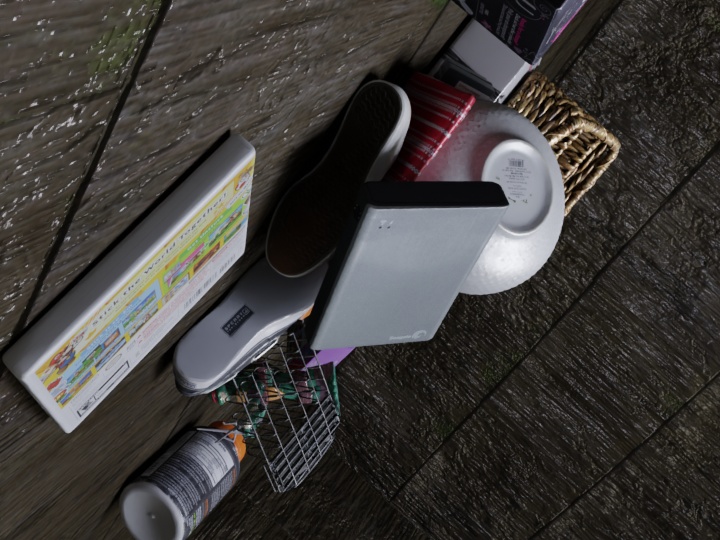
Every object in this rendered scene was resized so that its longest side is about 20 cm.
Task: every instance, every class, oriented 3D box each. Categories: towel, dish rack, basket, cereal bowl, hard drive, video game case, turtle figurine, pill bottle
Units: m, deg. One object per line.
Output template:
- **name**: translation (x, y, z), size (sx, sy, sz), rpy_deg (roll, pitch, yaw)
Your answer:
- **towel**: translation (0.022, -0.105, 0.883), size (0.201, 0.022, 0.145), rpy_deg (-51, -155, 6)
- **dish rack**: translation (-0.096, 0.144, 1.040), size (0.054, 0.203, 0.153), rpy_deg (-1, -152, 37)
- **basket**: translation (0.199, -0.112, 1.066), size (0.201, 0.149, 0.143), rpy_deg (-49, 178, 19)
- **cereal bowl**: translation (0.134, -0.078, 0.909), size (0.200, 0.201, 0.083), rpy_deg (-47, -162, -23)
- **hard drive**: translation (0.037, -0.001, 0.827), size (0.137, 0.033, 0.202), rpy_deg (-3, 142, -24)
- **video game case**: translation (-0.149, 0.016, 0.620), size (0.200, 0.023, 0.182), rpy_deg (-48, 174, -21)
- **turtle figurine**: translation (-0.127, 0.165, 1.168), size (0.195, 0.103, 0.150), rpy_deg (-8, 169, -2)
- **pill bottle**: translation (-0.236, 0.288, 1.244), size (0.107, 0.106, 0.200), rpy_deg (-53, 174, 30)

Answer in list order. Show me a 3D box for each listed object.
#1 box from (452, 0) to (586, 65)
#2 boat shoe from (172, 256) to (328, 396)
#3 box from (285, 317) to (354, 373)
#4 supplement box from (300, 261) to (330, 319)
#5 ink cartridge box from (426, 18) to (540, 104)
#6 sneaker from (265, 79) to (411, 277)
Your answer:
- **box**: translation (0.162, -0.284, 0.687), size (0.201, 0.114, 0.132), rpy_deg (-50, 174, -2)
- **boat shoe**: translation (-0.111, 0.055, 0.916), size (0.200, 0.072, 0.068), rpy_deg (-45, 171, -28)
- **box**: translation (-0.038, 0.058, 1.225), size (0.200, 0.039, 0.139), rpy_deg (-45, -147, 38)
- **supplement box**: translation (-0.053, 0.001, 1.070), size (0.069, 0.066, 0.200), rpy_deg (-54, 175, 11)
- **ink cartridge box**: translation (0.118, -0.199, 1.038), size (0.201, 0.084, 0.145), rpy_deg (-50, 176, 4)
- **sneaker**: translation (-0.012, -0.079, 0.832), size (0.201, 0.072, 0.085), rpy_deg (-53, 171, 14)
